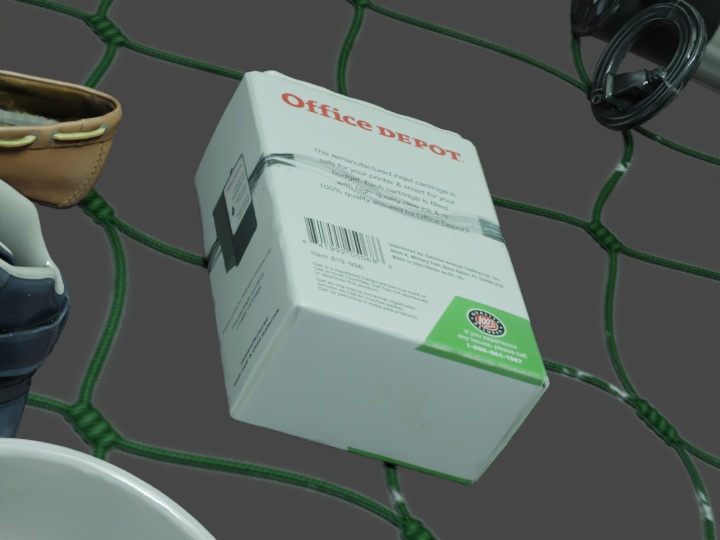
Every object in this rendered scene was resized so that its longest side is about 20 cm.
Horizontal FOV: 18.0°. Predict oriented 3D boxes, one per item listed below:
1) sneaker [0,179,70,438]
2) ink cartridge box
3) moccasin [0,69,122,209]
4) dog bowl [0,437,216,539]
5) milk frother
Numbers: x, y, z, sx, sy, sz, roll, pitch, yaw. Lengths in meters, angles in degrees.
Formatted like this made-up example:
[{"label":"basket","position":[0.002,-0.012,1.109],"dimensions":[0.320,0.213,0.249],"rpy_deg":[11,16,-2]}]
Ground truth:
[{"label":"sneaker","position":[-0.215,0.015,0.909],"dimensions":[0.202,0.146,0.077],"rpy_deg":[9,39,-31]},{"label":"ink cartridge box","position":[0.000,0.000,1.181],"dimensions":[0.146,0.083,0.200],"rpy_deg":[17,35,-23]},{"label":"moccasin","position":[-0.212,-0.082,1.112],"dimensions":[0.201,0.078,0.074],"rpy_deg":[14,35,-27]},{"label":"dog bowl","position":[-0.123,0.147,0.887],"dimensions":[0.199,0.059,0.200],"rpy_deg":[23,31,-15]},{"label":"milk frother","position":[0.258,-0.155,1.614],"dimensions":[0.187,0.180,0.201],"rpy_deg":[22,75,-15]}]
